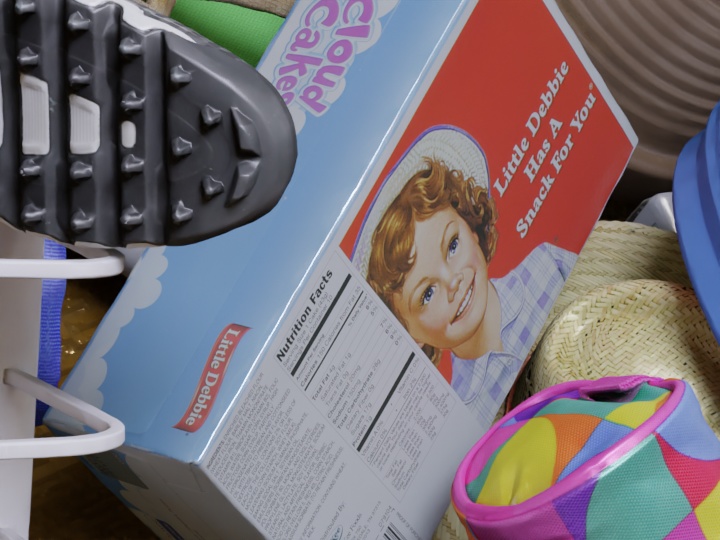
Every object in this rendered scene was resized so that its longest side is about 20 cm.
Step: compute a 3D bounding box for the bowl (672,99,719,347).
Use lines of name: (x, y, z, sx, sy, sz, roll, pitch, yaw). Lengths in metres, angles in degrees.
bowl: (0.177, 0.024, 0.873, 0.200, 0.039, 0.201, 37, 31, -26)

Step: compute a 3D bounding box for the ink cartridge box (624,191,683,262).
ink cartridge box: (0.219, 0.050, 0.976, 0.197, 0.047, 0.201, -9, 66, -29)

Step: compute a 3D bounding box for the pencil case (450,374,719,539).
pencil case: (0.107, 0.124, 0.800, 0.088, 0.088, 0.200, -46, 113, -38)

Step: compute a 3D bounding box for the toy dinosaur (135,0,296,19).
toy dinosaur: (-0.074, -0.097, 0.802, 0.199, 0.058, 0.101, 21, 45, -23)

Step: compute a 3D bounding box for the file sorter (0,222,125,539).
file sorter: (-0.139, 0.081, 0.684, 0.138, 0.124, 0.201, 1, 97, -24)

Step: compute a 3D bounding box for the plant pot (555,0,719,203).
plant pot: (0.112, -0.133, 0.977, 0.200, 0.093, 0.202, 21, 56, -35)

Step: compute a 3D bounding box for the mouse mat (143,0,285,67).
mouse mat: (-0.005, -0.081, 0.913, 0.200, 0.008, 0.161, -18, 85, -48)

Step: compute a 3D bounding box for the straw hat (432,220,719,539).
straw hat: (0.097, 0.049, 0.865, 0.200, 0.085, 0.202, 3, 62, -5)

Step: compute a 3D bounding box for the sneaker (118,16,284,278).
sneaker: (-0.043, -0.060, 0.927, 0.100, 0.075, 0.200, 46, 46, -21)

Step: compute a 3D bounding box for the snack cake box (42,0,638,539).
snack cake box: (0.000, 0.000, 0.823, 0.200, 0.067, 0.115, -60, 137, -21)

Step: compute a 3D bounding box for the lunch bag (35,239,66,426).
lunch bag: (-0.185, -0.038, 0.804, 0.169, 0.124, 0.200, 2, 51, -25)

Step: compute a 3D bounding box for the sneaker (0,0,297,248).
sneaker: (-0.090, -0.052, 0.698, 0.199, 0.067, 0.090, 10, 18, 31)
